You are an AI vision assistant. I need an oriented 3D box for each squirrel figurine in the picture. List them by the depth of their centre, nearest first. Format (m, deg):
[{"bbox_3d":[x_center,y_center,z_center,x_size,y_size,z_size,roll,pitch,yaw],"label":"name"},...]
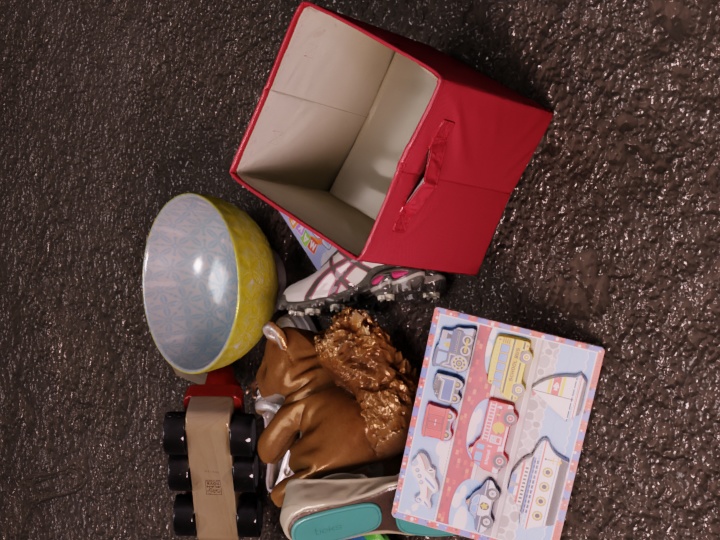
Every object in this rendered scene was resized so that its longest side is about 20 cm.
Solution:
[{"bbox_3d":[-0.023,0.119,1.337,0.200,0.141,0.187,-47,51,30],"label":"squirrel figurine"}]

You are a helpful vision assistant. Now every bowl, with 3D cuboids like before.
[{"bbox_3d":[-0.148,0.013,1.497,0.200,0.108,0.201,2,93,51],"label":"bowl"}]

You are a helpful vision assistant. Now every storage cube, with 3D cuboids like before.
[{"bbox_3d":[0.028,-0.114,1.186,0.200,0.180,0.171,35,107,36],"label":"storage cube"}]

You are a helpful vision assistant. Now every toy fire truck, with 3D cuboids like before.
[{"bbox_3d":[-0.170,0.181,1.515,0.200,0.128,0.176,-84,-7,-59],"label":"toy fire truck"}]

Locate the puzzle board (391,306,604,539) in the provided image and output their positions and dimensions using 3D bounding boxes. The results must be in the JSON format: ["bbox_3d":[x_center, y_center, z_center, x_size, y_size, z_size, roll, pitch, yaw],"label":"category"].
[{"bbox_3d":[0.118,0.144,1.174,0.150,0.017,0.200,14,104,11],"label":"puzzle board"}]

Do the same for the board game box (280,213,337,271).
[{"bbox_3d":[-0.016,-0.110,1.389,0.151,0.037,0.200,56,131,33],"label":"board game box"}]

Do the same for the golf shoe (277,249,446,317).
[{"bbox_3d":[0.000,0.000,1.344,0.200,0.077,0.088,-15,73,37],"label":"golf shoe"}]

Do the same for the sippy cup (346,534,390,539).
[{"bbox_3d":[-0.030,0.327,1.310,0.140,0.130,0.178,-21,92,64],"label":"sippy cup"}]

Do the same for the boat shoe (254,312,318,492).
[{"bbox_3d":[-0.079,0.142,1.444,0.071,0.069,0.200,-13,79,54],"label":"boat shoe"}]

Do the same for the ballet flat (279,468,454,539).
[{"bbox_3d":[0.023,0.211,1.250,0.069,0.200,0.070,178,90,-81],"label":"ballet flat"}]
